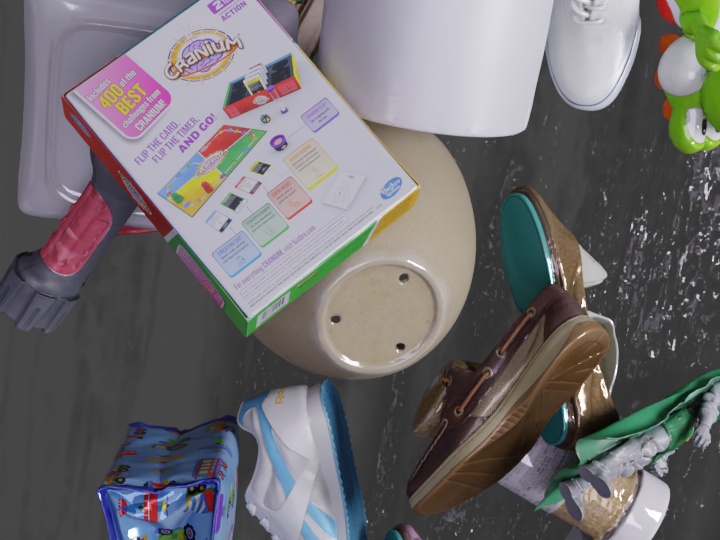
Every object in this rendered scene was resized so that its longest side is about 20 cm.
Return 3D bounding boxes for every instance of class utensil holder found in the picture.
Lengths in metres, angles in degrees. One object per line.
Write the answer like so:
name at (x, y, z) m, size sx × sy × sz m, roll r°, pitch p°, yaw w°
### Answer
utensil holder at (0.058, -0.209, 1.330) m, size 0.169 × 0.170 × 0.201 m, roll 8°, pitch 106°, yaw -1°

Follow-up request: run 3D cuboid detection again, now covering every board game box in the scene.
board game box at (-0.080, -0.080, 1.276) m, size 0.153 × 0.040 × 0.200 m, roll -37°, pitch 79°, yaw -16°

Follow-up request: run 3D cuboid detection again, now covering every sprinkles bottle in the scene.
sprinkles bottle at (0.139, 0.146, 1.459) m, size 0.199 × 0.068 × 0.068 m, roll 31°, pitch 102°, yaw -6°

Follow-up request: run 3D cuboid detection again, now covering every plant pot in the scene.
plant pot at (0.000, 0.000, 1.363) m, size 0.199 × 0.135 × 0.201 m, roll -7°, pitch 120°, yaw -12°

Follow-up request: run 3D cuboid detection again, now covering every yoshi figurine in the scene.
yoshi figurine at (0.267, -0.180, 1.363) m, size 0.112 × 0.112 × 0.201 m, roll -2°, pitch 106°, yaw -5°

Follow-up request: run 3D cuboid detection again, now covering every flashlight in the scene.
flashlight at (-0.199, -0.040, 1.366) m, size 0.068 × 0.068 × 0.200 m, roll 35°, pitch 115°, yaw -10°

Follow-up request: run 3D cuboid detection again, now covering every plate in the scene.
plate at (-0.152, -0.111, 1.381) m, size 0.199 × 0.032 × 0.201 m, roll 8°, pitch 117°, yaw 0°

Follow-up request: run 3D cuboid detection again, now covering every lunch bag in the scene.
lunch bag at (-0.134, 0.230, 1.444) m, size 0.093 × 0.151 × 0.201 m, roll -4°, pitch 103°, yaw 3°

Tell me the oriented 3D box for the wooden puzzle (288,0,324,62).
wooden puzzle at (-0.111, -0.207, 1.398) m, size 0.184 × 0.037 × 0.201 m, roll 29°, pitch 102°, yaw -6°

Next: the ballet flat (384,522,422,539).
ballet flat at (0.044, 0.290, 1.504) m, size 0.071 × 0.069 × 0.201 m, roll 2°, pitch 108°, yaw -18°

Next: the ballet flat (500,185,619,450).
ballet flat at (0.157, 0.034, 1.429) m, size 0.072 × 0.068 × 0.201 m, roll -8°, pitch 81°, yaw -29°

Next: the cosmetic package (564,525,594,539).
cosmetic package at (0.151, 0.312, 1.478) m, size 0.081 × 0.113 × 0.201 m, roll 33°, pitch 100°, yaw -7°

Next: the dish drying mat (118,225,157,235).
dish drying mat at (-0.168, -0.121, 1.406) m, size 0.076 × 0.018 × 0.201 m, roll -4°, pitch 117°, yaw 8°

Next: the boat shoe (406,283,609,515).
boat shoe at (0.095, 0.094, 1.389) m, size 0.200 × 0.072 × 0.072 m, roll -52°, pitch 56°, yaw 22°

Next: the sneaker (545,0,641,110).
sneaker at (0.166, -0.215, 1.366) m, size 0.073 × 0.071 × 0.201 m, roll 7°, pitch 100°, yaw 18°

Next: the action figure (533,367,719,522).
action figure at (0.227, 0.119, 1.413) m, size 0.055 × 0.199 × 0.118 m, roll 55°, pitch 144°, yaw 11°

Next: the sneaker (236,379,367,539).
sneaker at (-0.043, 0.187, 1.477) m, size 0.080 × 0.077 × 0.201 m, roll -8°, pitch 97°, yaw 12°
